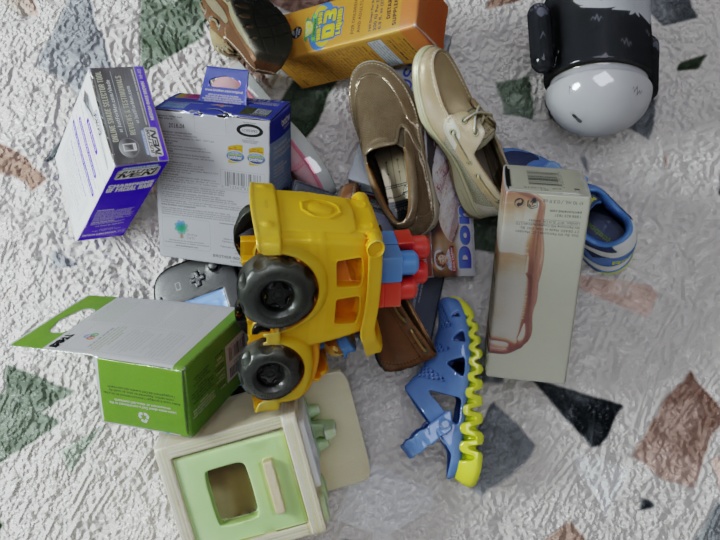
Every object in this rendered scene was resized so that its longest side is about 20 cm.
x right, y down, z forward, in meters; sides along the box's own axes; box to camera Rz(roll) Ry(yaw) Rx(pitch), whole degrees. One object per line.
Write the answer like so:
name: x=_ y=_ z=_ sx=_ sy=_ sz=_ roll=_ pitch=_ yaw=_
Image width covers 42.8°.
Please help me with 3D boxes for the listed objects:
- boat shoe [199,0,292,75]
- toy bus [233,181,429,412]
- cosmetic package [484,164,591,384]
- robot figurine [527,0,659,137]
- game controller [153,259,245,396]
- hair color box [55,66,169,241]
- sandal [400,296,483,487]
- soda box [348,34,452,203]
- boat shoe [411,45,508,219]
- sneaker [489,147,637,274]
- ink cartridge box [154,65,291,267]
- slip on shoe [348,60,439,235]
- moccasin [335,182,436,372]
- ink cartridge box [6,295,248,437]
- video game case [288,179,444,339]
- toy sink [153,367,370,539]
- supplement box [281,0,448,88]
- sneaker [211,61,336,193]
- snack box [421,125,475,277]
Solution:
boat shoe: x=-0.137 y=-0.283 z=1.067 sx=0.075 sy=0.074 sz=0.201 roll=7 pitch=40 yaw=-33
toy bus: x=-0.027 y=0.024 z=0.883 sx=0.189 sy=0.136 sz=0.202 roll=-1 pitch=120 yaw=-11
cosmetic package: x=0.180 y=0.002 z=0.952 sx=0.086 sy=0.104 sz=0.203 roll=4 pitch=110 yaw=5
robot figurine: x=0.266 y=-0.252 z=1.041 sx=0.148 sy=0.125 sz=0.203 roll=-1 pitch=77 yaw=13
game controller: x=-0.165 y=0.083 z=1.025 sx=0.103 sy=0.042 sz=0.203 roll=-17 pitch=77 yaw=-2
hair color box: x=-0.273 y=-0.121 z=0.994 sx=0.064 sy=0.200 sz=0.111 roll=-11 pitch=76 yaw=-30
sandal: x=0.087 y=0.127 z=0.986 sx=0.086 sy=0.080 sz=0.203 roll=2 pitch=76 yaw=1
soda box: x=0.045 y=-0.178 z=1.062 sx=0.067 sy=0.063 sz=0.203 roll=16 pitch=79 yaw=4
boat shoe: x=0.118 y=-0.150 z=0.986 sx=0.072 sy=0.064 sz=0.202 roll=-40 pitch=115 yaw=-38
sneaker: x=0.226 y=-0.079 z=1.024 sx=0.199 sy=0.082 sz=0.074 roll=35 pitch=82 yaw=11
ink cartridge box: x=-0.146 y=-0.112 z=0.989 sx=0.134 sy=0.077 sz=0.203 roll=7 pitch=117 yaw=11
slip on shoe: x=0.029 y=-0.133 z=0.980 sx=0.075 sy=0.060 sz=0.203 roll=-17 pitch=81 yaw=26
moccasin: x=0.026 y=0.004 z=0.957 sx=0.077 sy=0.074 sz=0.204 roll=-19 pitch=91 yaw=14
ink cartridge box: x=-0.231 y=0.090 z=0.946 sx=0.197 sy=0.148 sz=0.077 roll=5 pitch=111 yaw=17
video game case: x=0.000 y=0.000 z=1.008 sx=0.198 sy=0.019 sz=0.145 roll=18 pitch=78 yaw=-20
toy sink: x=-0.093 y=0.199 z=0.940 sx=0.197 sy=0.112 sz=0.132 roll=-14 pitch=101 yaw=-1
supplement box: x=-0.003 y=-0.265 z=1.035 sx=0.198 sy=0.069 sz=0.068 roll=-6 pitch=68 yaw=36
sneaker: x=-0.118 y=-0.137 z=1.056 sx=0.104 sy=0.075 sz=0.201 roll=-39 pitch=76 yaw=-4
snack box: x=0.093 y=-0.094 z=1.024 sx=0.071 sy=0.024 sz=0.203 roll=-1 pitch=88 yaw=-41
